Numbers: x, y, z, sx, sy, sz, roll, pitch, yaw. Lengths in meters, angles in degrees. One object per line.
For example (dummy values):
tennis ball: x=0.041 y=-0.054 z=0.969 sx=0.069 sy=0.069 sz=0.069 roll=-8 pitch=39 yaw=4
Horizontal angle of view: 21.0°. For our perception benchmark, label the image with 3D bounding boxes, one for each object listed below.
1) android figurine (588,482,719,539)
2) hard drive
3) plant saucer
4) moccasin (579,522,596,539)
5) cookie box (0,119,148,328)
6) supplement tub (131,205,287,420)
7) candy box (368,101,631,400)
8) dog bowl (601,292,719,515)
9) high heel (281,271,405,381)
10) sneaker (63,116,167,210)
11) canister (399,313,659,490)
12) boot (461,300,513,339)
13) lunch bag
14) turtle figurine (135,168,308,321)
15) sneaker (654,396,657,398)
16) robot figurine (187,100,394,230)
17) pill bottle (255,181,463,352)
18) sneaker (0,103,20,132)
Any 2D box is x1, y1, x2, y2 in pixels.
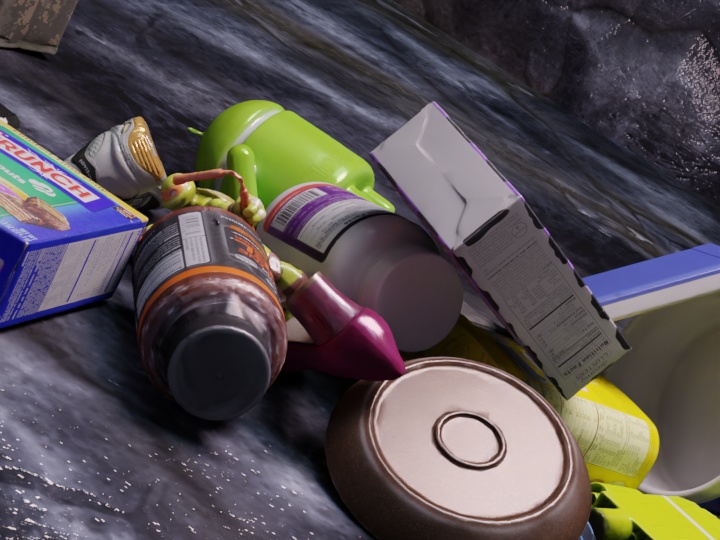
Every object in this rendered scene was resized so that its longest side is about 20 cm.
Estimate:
android figurine: x=0.261 y=0.231 z=1.575 sx=0.200 sy=0.041 sz=0.182 roll=12 pitch=23 yaw=-49
hard drive: x=0.232 y=0.018 z=1.708 sx=0.200 sy=0.025 sz=0.132 roll=-15 pitch=8 yaw=-5
plant saucer: x=0.075 y=0.130 z=1.389 sx=0.200 sy=0.035 sz=0.200 roll=11 pitch=42 yaw=-10
moccasin: x=0.098 y=0.156 z=1.474 sx=0.200 sy=0.080 sz=0.068 roll=51 pitch=16 yaw=18
cookie box: x=-0.270 y=-0.042 z=1.383 sx=0.171 sy=0.075 sz=0.200 roll=32 pitch=14 yaw=11
supplement tub: x=-0.108 y=0.034 z=1.390 sx=0.107 sy=0.107 sz=0.200 roll=25 pitch=16 yaw=-18
candy box: x=0.112 y=-0.016 z=1.553 sx=0.200 sy=0.072 sz=0.168 roll=50 pitch=2 yaw=-38
dog bowl: x=0.312 y=0.115 z=1.736 sx=0.079 sy=0.200 sz=0.200 roll=21 pitch=17 yaw=-38
high heel: x=-0.019 y=0.067 z=1.456 sx=0.096 sy=0.067 sz=0.200 roll=46 pitch=-12 yaw=6
sneaker: x=-0.210 y=-0.082 z=1.633 sx=0.200 sy=0.088 sz=0.076 roll=95 pitch=-28 yaw=-84
canister: x=0.141 y=0.115 z=1.639 sx=0.200 sy=0.087 sz=0.149 roll=21 pitch=16 yaw=-37
boot: x=0.122 y=0.067 z=1.803 sx=0.200 sy=0.070 sz=0.132 roll=28 pitch=9 yaw=-27
lunch bag: x=-0.369 y=-0.339 z=1.982 sx=0.200 sy=0.164 sz=0.117 roll=41 pitch=24 yaw=32
turtle figurine: x=-0.113 y=-0.025 z=1.554 sx=0.161 sy=0.200 sz=0.064 roll=47 pitch=53 yaw=-21
sneaker: x=0.312 y=0.145 z=1.871 sx=0.200 sy=0.080 sz=0.071 roll=27 pitch=15 yaw=-13
robot figurine: x=-0.069 y=-0.083 z=1.816 sx=0.200 sy=0.116 sz=0.175 roll=35 pitch=14 yaw=17
pill bottle: x=0.000 y=0.000 z=1.613 sx=0.111 sy=0.112 sz=0.200 roll=21 pitch=5 yaw=-32
sneaker: x=-0.364 y=-0.172 z=1.613 sx=0.200 sy=0.082 sz=0.073 roll=32 pitch=13 yaw=1
